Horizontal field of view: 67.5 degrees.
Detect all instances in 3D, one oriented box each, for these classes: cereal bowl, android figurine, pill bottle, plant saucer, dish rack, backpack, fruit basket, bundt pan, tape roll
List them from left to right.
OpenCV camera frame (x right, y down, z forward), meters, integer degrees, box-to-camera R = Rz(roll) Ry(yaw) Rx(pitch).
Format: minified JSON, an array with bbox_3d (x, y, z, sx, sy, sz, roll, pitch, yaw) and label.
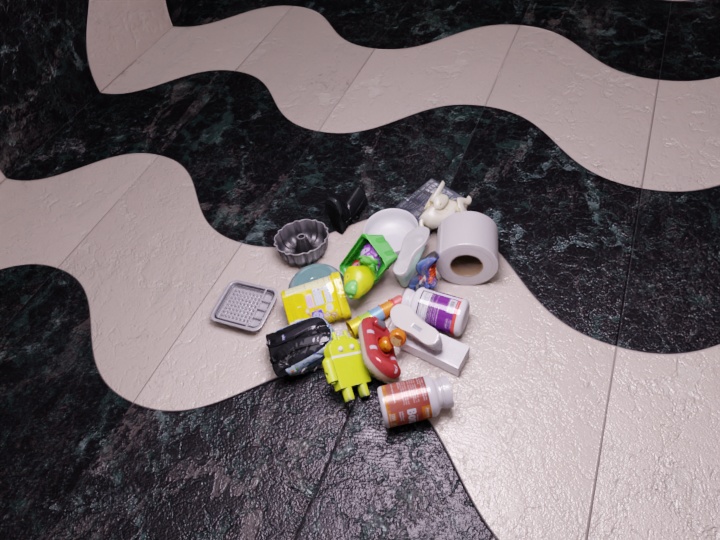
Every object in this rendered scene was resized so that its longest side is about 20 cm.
[{"bbox_3d":[-0.381,0.123,1.796,0.196,0.044,0.174,12,56,18],"label":"dish rack"},{"bbox_3d":[-0.203,-0.091,1.899,0.197,0.077,0.204,-5,41,4],"label":"bundt pan"},{"bbox_3d":[-0.166,0.225,1.628,0.199,0.154,0.164,-36,48,9],"label":"backpack"},{"bbox_3d":[-0.153,0.046,1.822,0.195,0.036,0.203,-5,52,6],"label":"plant saucer"},{"bbox_3d":[-0.036,0.272,1.553,0.180,0.041,0.204,0,67,-43],"label":"android figurine"},{"bbox_3d":[0.000,0.000,1.703,0.213,0.216,0.157,-31,74,-15],"label":"fruit basket"},{"bbox_3d":[0.108,-0.115,1.872,0.195,0.084,0.203,-5,51,6],"label":"cereal bowl"},{"bbox_3d":[0.150,0.354,1.476,0.196,0.113,0.114,-13,50,0],"label":"pill bottle"},{"bbox_3d":[0.227,0.120,1.647,0.196,0.113,0.113,16,56,21],"label":"pill bottle"},{"bbox_3d":[0.339,-0.068,1.719,0.198,0.205,0.141,2,52,11],"label":"tape roll"}]

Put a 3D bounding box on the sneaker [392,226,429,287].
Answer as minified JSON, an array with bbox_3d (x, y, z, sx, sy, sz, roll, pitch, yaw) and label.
[{"bbox_3d":[0.170,-0.044,1.776,0.073,0.119,0.202,23,69,24],"label":"sneaker"}]

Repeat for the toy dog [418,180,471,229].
[{"bbox_3d":[0.311,-0.175,1.820,0.198,0.140,0.196,31,68,0],"label":"toy dog"}]

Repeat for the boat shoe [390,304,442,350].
[{"bbox_3d":[0.167,0.168,1.583,0.198,0.069,0.072,28,73,42],"label":"boat shoe"}]

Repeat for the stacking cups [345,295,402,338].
[{"bbox_3d":[0.049,0.139,1.704,0.198,0.061,0.061,-30,53,-18],"label":"stacking cups"}]

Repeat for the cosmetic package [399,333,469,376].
[{"bbox_3d":[0.218,0.230,1.602,0.197,0.051,0.083,23,57,26],"label":"cosmetic package"}]

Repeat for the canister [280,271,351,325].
[{"bbox_3d":[-0.141,0.104,1.718,0.196,0.087,0.152,-17,82,-2],"label":"canister"}]

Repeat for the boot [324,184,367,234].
[{"bbox_3d":[-0.045,-0.241,1.932,0.073,0.199,0.163,29,68,25],"label":"boot"}]

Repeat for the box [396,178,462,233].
[{"bbox_3d":[0.252,-0.233,1.960,0.199,0.051,0.157,-40,56,-21],"label":"box"}]

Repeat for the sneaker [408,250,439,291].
[{"bbox_3d":[0.214,0.013,1.690,0.075,0.201,0.078,-36,68,-28],"label":"sneaker"}]

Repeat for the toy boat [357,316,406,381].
[{"bbox_3d":[0.077,0.215,1.570,0.130,0.130,0.203,-33,47,25],"label":"toy boat"}]
